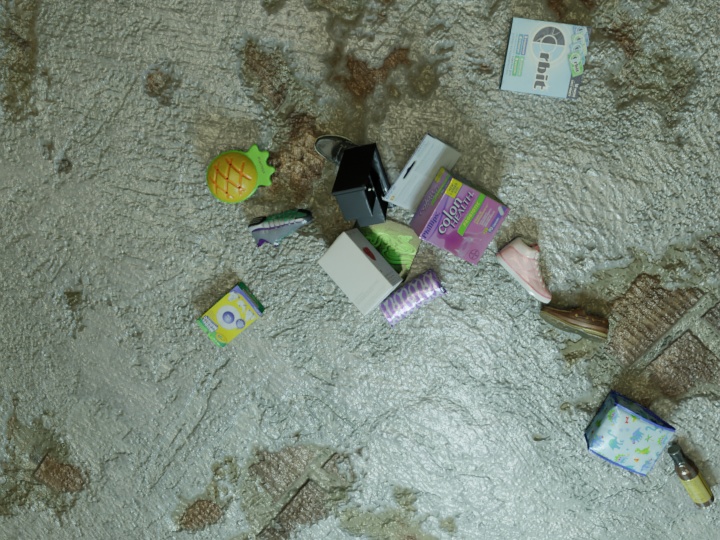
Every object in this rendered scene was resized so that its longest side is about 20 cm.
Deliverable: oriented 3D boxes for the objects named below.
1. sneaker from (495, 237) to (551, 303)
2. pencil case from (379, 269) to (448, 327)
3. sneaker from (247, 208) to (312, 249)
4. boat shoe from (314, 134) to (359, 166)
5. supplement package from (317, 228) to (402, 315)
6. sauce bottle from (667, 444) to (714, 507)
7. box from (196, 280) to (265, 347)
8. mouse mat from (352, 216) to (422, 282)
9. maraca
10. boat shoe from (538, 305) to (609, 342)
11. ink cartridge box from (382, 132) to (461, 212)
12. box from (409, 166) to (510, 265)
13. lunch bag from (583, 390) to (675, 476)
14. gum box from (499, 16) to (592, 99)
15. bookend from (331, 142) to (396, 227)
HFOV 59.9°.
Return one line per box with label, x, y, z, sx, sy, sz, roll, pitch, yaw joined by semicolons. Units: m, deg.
sneaker;0.474;-0.007;1.714;0.200;0.075;0.105;43;112;-3
pencil case;0.148;0.078;1.777;0.198;0.085;0.086;-30;125;15
sneaker;-0.218;-0.116;1.769;0.195;0.075;0.089;-7;117;20
boat shoe;-0.035;-0.309;1.684;0.196;0.066;0.076;26;108;-2
supplement package;0.000;0.000;1.721;0.200;0.121;0.120;47;109;6
sauce bottle;0.975;0.605;1.852;0.064;0.065;0.202;-30;100;14
box;-0.395;0.139;1.870;0.199;0.048;0.118;-39;99;17
mouse mat;0.063;-0.070;1.777;0.196;0.008;0.164;22;108;-1
maraca;-0.330;-0.264;1.708;0.196;0.107;0.140;-20;103;11
boat shoe;0.601;0.138;1.756;0.196;0.072;0.069;20;75;8
ink cartridge box;0.153;-0.255;1.623;0.043;0.198;0.198;46;110;31
box;0.261;-0.143;1.655;0.197;0.097;0.178;23;109;-22
lunch bag;0.775;0.475;1.802;0.197;0.127;0.173;27;108;8
gum box;0.463;-0.533;1.575;0.195;0.045;0.174;8;107;4
bookend;0.014;-0.183;1.606;0.090;0.202;0.201;-8;128;18
